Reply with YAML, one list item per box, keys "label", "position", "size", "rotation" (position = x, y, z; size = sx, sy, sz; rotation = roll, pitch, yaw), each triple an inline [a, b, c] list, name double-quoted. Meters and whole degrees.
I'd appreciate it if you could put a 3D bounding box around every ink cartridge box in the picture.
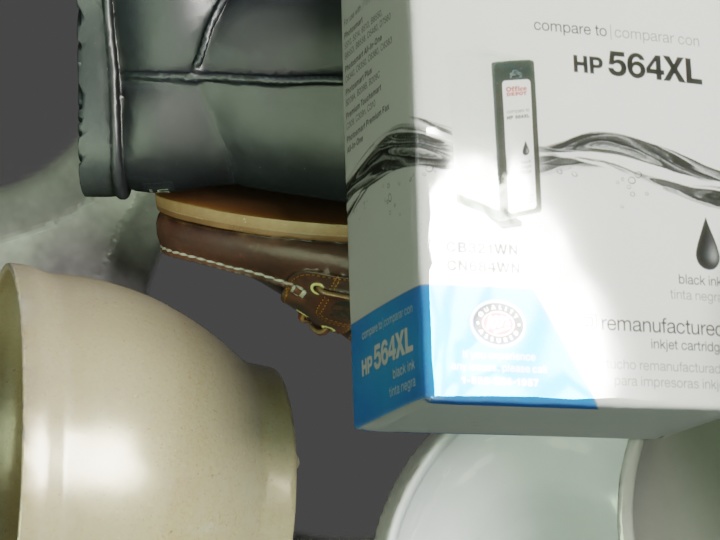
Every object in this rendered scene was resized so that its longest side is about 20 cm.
- label: "ink cartridge box"
  position: [0.073, -0.037, 0.935]
  size: [0.145, 0.084, 0.202]
  rotation: [2, 77, -19]

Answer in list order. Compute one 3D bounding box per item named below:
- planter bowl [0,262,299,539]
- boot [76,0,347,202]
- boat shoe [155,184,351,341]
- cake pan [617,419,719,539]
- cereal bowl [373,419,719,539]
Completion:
- label: "planter bowl"
  position: [-0.105, 0.101, 1.056]
  size: [0.133, 0.200, 0.202]
  rotation: [3, 111, -16]
- label: "boot"
  position: [-0.043, -0.127, 1.014]
  size: [0.166, 0.076, 0.202]
  rotation: [-1, 90, -2]
- label: "boat shoe"
  position: [0.000, 0.000, 1.046]
  size: [0.198, 0.070, 0.071]
  rotation: [7, 108, 11]
- label: "cake pan"
  position: [0.205, 0.106, 1.007]
  size: [0.198, 0.037, 0.202]
  rotation: [0, 88, -10]
- label: "cereal bowl"
  position: [0.095, 0.145, 1.046]
  size: [0.198, 0.083, 0.202]
  rotation: [1, 87, -12]
